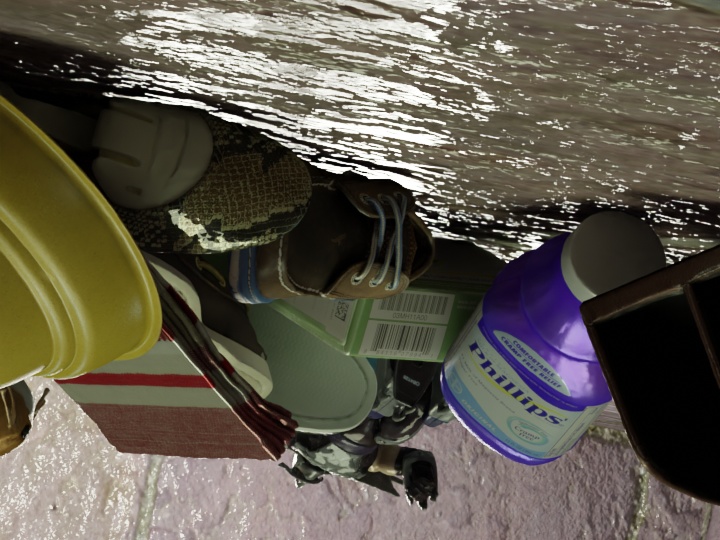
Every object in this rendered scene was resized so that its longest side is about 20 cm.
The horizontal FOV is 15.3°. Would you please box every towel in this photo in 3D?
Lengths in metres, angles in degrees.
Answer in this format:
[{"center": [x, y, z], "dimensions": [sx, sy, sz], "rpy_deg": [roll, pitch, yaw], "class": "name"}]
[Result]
[{"center": [-0.127, 0.009, 1.189], "dimensions": [0.144, 0.023, 0.200], "rpy_deg": [-3, 132, 53], "class": "towel"}]

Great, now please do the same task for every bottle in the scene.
[{"center": [0.098, 0.031, 1.314], "dimensions": [0.084, 0.065, 0.200], "rpy_deg": [40, 155, 5], "class": "bottle"}]

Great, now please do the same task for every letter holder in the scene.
[{"center": [0.196, 0.074, 1.217], "dimensions": [0.101, 0.142, 0.200], "rpy_deg": [-24, 163, 19], "class": "letter holder"}]

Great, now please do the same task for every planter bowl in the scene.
[{"center": [-0.186, -0.005, 1.125], "dimensions": [0.200, 0.083, 0.200], "rpy_deg": [30, 153, 17], "class": "planter bowl"}]

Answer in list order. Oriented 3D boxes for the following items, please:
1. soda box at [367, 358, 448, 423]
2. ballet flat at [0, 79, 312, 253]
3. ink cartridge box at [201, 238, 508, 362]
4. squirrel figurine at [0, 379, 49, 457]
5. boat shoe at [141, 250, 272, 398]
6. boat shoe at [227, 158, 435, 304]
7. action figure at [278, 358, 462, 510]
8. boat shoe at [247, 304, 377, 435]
[{"center": [-0.029, 0.025, 1.628], "dimensions": [0.200, 0.068, 0.064], "rpy_deg": [24, 175, -23], "class": "soda box"}, {"center": [-0.121, -0.052, 1.167], "dimensions": [0.200, 0.068, 0.075], "rpy_deg": [11, 159, 27], "class": "ballet flat"}, {"center": [0.000, 0.000, 1.481], "dimensions": [0.145, 0.048, 0.200], "rpy_deg": [5, -163, -37], "class": "ink cartridge box"}, {"center": [-0.274, 0.027, 1.711], "dimensions": [0.200, 0.187, 0.142], "rpy_deg": [11, 176, 3], "class": "squirrel figurine"}, {"center": [-0.106, 0.015, 1.381], "dimensions": [0.072, 0.060, 0.200], "rpy_deg": [-22, 151, 15], "class": "boat shoe"}, {"center": [-0.010, -0.020, 1.270], "dimensions": [0.072, 0.072, 0.200], "rpy_deg": [5, -176, 13], "class": "boat shoe"}, {"center": [0.004, 0.089, 1.578], "dimensions": [0.130, 0.069, 0.200], "rpy_deg": [17, 149, -23], "class": "action figure"}, {"center": [-0.084, 0.043, 1.505], "dimensions": [0.200, 0.076, 0.060], "rpy_deg": [27, 156, 11], "class": "boat shoe"}]
